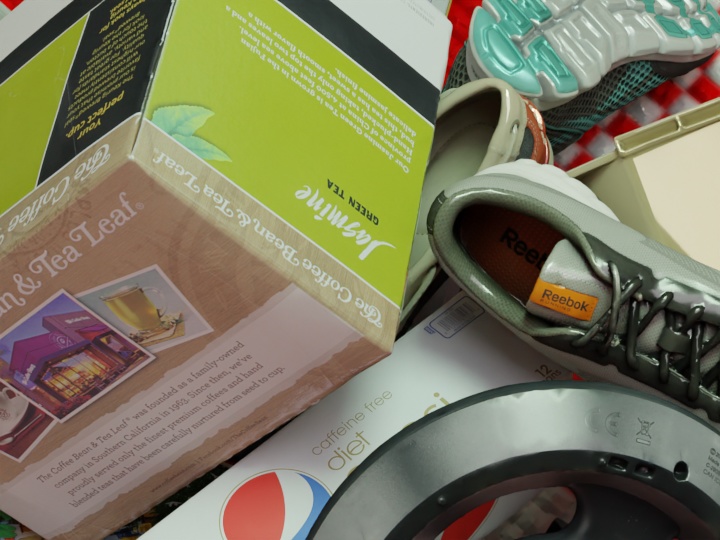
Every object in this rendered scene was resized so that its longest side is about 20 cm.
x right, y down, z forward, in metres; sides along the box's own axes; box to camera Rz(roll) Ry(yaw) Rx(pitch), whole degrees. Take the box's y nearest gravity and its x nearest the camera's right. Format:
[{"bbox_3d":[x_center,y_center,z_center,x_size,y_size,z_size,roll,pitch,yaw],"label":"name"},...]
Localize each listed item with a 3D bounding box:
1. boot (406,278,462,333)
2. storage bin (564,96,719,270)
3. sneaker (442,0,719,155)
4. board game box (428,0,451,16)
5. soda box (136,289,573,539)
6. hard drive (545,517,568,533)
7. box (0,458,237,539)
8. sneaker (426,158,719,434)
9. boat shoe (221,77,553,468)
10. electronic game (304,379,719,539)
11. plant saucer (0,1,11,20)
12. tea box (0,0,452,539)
[{"bbox_3d":[-0.005,0.032,1.215,0.096,0.074,0.200,14,79,25],"label":"boot"},{"bbox_3d":[0.206,0.019,1.117,0.198,0.094,0.200,-21,81,3],"label":"storage bin"},{"bbox_3d":[0.095,-0.096,1.290,0.200,0.091,0.078,-19,64,-49],"label":"sneaker"},{"bbox_3d":[-0.027,-0.157,1.242,0.153,0.040,0.200,15,103,-9],"label":"board game box"},{"bbox_3d":[-0.007,0.097,1.086,0.200,0.068,0.064,-36,57,-22],"label":"soda box"},{"bbox_3d":[0.161,0.169,1.149,0.200,0.140,0.033,31,88,3],"label":"hard drive"},{"bbox_3d":[-0.140,0.130,1.131,0.200,0.038,0.137,-5,49,-14],"label":"box"},{"bbox_3d":[0.108,0.023,1.044,0.200,0.079,0.074,28,101,20],"label":"sneaker"},{"bbox_3d":[0.000,0.000,1.149,0.200,0.063,0.071,-45,71,0],"label":"boat shoe"},{"bbox_3d":[0.070,0.136,1.035,0.200,0.042,0.200,-2,109,-7],"label":"electronic game"},{"bbox_3d":[-0.224,-0.065,1.221,0.200,0.050,0.200,5,65,-10],"label":"plant saucer"},{"bbox_3d":[-0.086,-0.027,1.101,0.134,0.200,0.197,37,41,-24],"label":"tea box"}]
